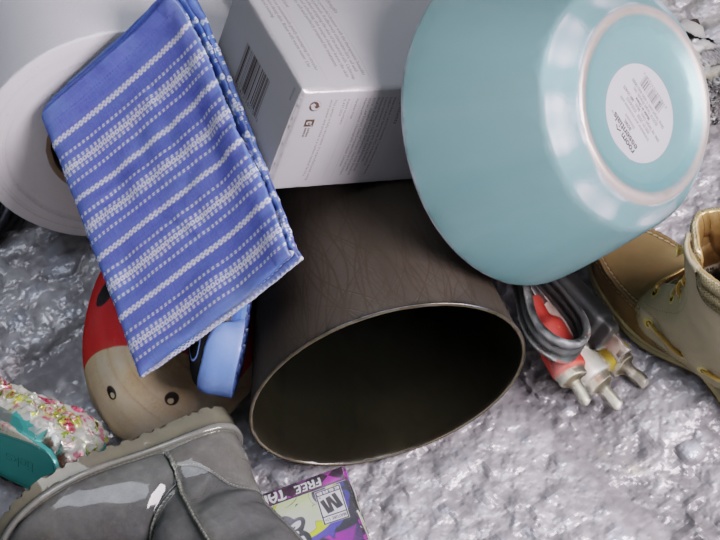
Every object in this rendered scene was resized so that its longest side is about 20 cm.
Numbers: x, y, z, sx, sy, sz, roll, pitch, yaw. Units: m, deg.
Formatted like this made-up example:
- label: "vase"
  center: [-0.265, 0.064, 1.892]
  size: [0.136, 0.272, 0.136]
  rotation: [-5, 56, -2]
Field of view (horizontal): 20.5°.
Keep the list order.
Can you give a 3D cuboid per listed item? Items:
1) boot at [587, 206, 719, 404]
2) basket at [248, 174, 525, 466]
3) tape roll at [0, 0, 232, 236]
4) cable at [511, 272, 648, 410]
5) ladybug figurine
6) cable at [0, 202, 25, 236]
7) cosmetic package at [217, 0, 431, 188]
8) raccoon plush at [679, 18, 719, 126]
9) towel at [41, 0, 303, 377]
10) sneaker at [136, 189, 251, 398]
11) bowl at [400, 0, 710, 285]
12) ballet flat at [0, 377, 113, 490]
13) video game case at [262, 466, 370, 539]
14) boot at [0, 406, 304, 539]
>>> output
- label: "boot"
  center: [0.207, 0.005, 1.204]
  size: [0.073, 0.156, 0.200]
  rotation: [-34, 54, -11]
- label: "basket"
  center: [0.000, 0.000, 1.279]
  size: [0.180, 0.136, 0.200]
  rotation: [-26, 46, 14]
- label: "tape roll"
  center: [-0.173, -0.139, 1.377]
  size: [0.202, 0.203, 0.139]
  rotation: [-17, 52, 2]
- label: "cable"
  center: [0.099, 0.007, 1.256]
  size: [0.200, 0.097, 0.050]
  rotation: [48, 121, 24]
- label: "ladybug figurine"
  center: [-0.123, 0.021, 1.330]
  size: [0.135, 0.072, 0.201]
  rotation: [0, 55, 14]
- label: "cable"
  center: [-0.330, -0.069, 1.461]
  size: [0.199, 0.051, 0.163]
  rotation: [17, 61, 24]
- label: "cosmetic package"
  center: [0.019, -0.120, 1.251]
  size: [0.199, 0.085, 0.108]
  rotation: [-4, 46, -30]
- label: "raccoon plush"
  center: [0.176, -0.084, 1.347]
  size: [0.134, 0.097, 0.201]
  rotation: [22, 93, 11]
- label: "towel"
  center: [-0.123, -0.056, 1.225]
  size: [0.145, 0.024, 0.201]
  rotation: [-36, 65, 28]
- label: "sneaker"
  center: [-0.106, -0.013, 1.263]
  size: [0.078, 0.070, 0.201]
  rotation: [3, 62, -3]
- label: "bowl"
  center: [0.131, -0.094, 1.175]
  size: [0.105, 0.201, 0.201]
  rotation: [-5, 47, 50]
- label: "ballet flat"
  center: [-0.249, 0.094, 1.323]
  size: [0.200, 0.076, 0.064]
  rotation: [26, 34, 24]
- label: "video game case"
  center: [-0.076, 0.228, 1.190]
  size: [0.199, 0.036, 0.182]
  rotation: [-19, 52, 0]
- label: "boot"
  center: [-0.105, 0.189, 1.168]
  size: [0.181, 0.073, 0.200]
  rotation: [-28, 57, -5]
